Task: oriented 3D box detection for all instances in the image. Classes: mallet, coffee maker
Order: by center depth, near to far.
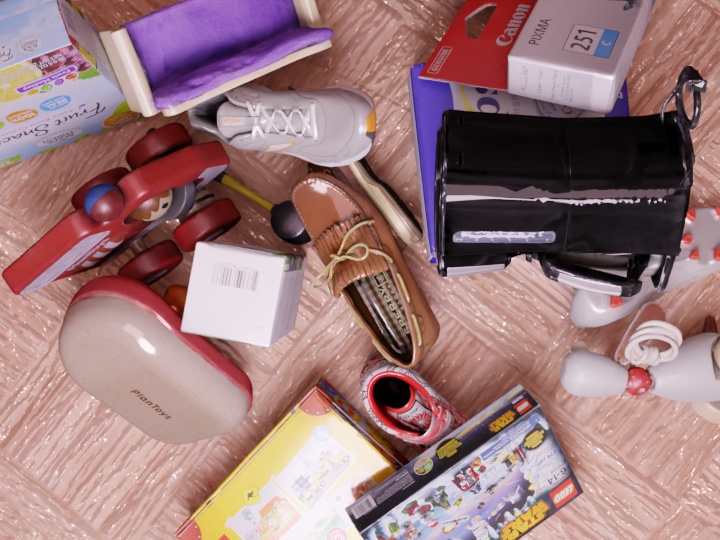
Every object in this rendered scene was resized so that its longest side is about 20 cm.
[{"bbox_3d":[0.160,-0.080,0.854,0.199,0.135,0.193,2,112,3],"label":"coffee maker"},{"bbox_3d":[-0.127,-0.086,1.040,0.200,0.066,0.041,32,91,17],"label":"mallet"}]

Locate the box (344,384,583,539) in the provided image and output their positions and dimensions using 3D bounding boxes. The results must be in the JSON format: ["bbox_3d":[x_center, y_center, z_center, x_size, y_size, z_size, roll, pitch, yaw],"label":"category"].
[{"bbox_3d":[0.101,0.215,0.965,0.200,0.040,0.137,-35,126,-4],"label":"box"}]

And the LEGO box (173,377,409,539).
[{"bbox_3d":[-0.056,0.231,1.013,0.149,0.077,0.200,44,92,2],"label":"LEGO box"}]

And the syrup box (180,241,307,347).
[{"bbox_3d":[-0.102,0.018,0.952,0.078,0.200,0.082,11,92,2],"label":"syrup box"}]

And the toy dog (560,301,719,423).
[{"bbox_3d":[0.289,0.077,0.985,0.199,0.097,0.132,19,133,-25],"label":"toy dog"}]

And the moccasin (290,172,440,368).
[{"bbox_3d":[-0.001,0.001,0.958,0.073,0.078,0.202,-24,99,24],"label":"moccasin"}]

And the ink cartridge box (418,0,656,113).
[{"bbox_3d":[0.167,-0.232,0.936,0.175,0.045,0.200,14,50,19],"label":"ink cartridge box"}]

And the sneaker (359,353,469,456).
[{"bbox_3d":[0.077,0.162,0.991,0.201,0.108,0.067,44,92,1],"label":"sneaker"}]

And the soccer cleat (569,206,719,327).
[{"bbox_3d":[0.287,-0.005,1.006,0.199,0.078,0.069,-25,75,-17],"label":"soccer cleat"}]

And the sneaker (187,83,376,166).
[{"bbox_3d":[-0.078,-0.133,0.945,0.199,0.092,0.076,8,102,38],"label":"sneaker"}]

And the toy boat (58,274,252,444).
[{"bbox_3d":[-0.189,0.069,0.994,0.130,0.131,0.200,-18,133,30],"label":"toy boat"}]

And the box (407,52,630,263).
[{"bbox_3d":[0.153,-0.108,0.988,0.199,0.105,0.185,-7,90,3],"label":"box"}]

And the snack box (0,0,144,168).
[{"bbox_3d":[-0.314,-0.171,0.959,0.168,0.200,0.068,-19,81,4],"label":"snack box"}]

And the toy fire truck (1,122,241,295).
[{"bbox_3d":[-0.218,-0.049,0.960,0.200,0.168,0.112,-33,89,27],"label":"toy fire truck"}]

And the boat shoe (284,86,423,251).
[{"bbox_3d":[-0.024,-0.091,1.012,0.068,0.072,0.200,-39,85,10],"label":"boat shoe"}]

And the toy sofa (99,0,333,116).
[{"bbox_3d":[-0.130,-0.218,0.959,0.199,0.097,0.083,-28,114,-22],"label":"toy sofa"}]
